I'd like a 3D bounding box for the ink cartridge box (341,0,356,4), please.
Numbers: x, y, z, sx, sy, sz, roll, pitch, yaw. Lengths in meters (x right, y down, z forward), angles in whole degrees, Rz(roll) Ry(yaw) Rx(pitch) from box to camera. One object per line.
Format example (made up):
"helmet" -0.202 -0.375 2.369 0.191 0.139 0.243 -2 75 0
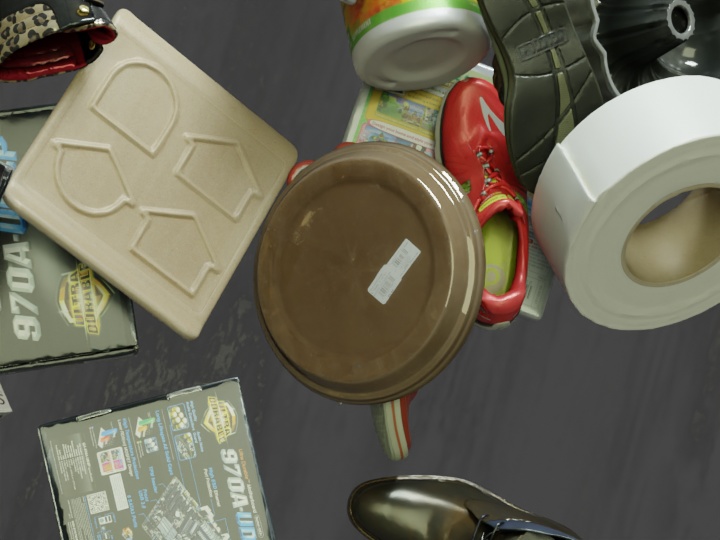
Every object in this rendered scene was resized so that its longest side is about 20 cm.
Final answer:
"ink cartridge box" -0.028 -0.306 1.427 0.047 0.200 0.161 24 98 -34

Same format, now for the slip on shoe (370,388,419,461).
"slip on shoe" 0.039 0.048 1.437 0.060 0.074 0.203 3 90 -10

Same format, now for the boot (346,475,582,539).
"boot" 0.090 0.199 1.417 0.198 0.097 0.076 15 81 -5

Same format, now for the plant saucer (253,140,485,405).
"plant saucer" 0.000 0.000 1.400 0.198 0.029 0.203 -4 81 27

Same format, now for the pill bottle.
"pill bottle" 0.031 -0.254 1.457 0.110 0.111 0.202 -8 69 -8

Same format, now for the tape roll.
"tape roll" 0.233 -0.049 1.416 0.200 0.204 0.071 -17 49 -9

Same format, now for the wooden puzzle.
"wooden puzzle" -0.161 -0.071 1.417 0.185 0.046 0.201 38 59 -19

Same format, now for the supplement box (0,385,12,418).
"supplement box" -0.359 0.044 1.363 0.125 0.073 0.202 -29 78 14

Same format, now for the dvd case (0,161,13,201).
"dvd case" -0.346 -0.009 1.316 0.148 0.016 0.202 24 93 17

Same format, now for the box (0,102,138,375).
"box" -0.262 -0.023 1.430 0.157 0.046 0.203 -7 84 -8

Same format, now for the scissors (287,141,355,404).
"scissors" -0.007 0.000 1.454 0.072 0.014 0.202 -11 83 -11

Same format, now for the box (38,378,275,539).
"box" -0.147 0.197 1.406 0.157 0.046 0.202 -14 84 -9

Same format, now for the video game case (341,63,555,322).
"video game case" 0.080 -0.077 1.492 0.198 0.022 0.184 20 81 -3

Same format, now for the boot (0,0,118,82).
"boot" -0.213 -0.236 1.386 0.198 0.073 0.152 -19 67 -5

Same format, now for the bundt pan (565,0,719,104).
"bundt pan" 0.228 -0.194 1.471 0.200 0.075 0.205 4 84 -37

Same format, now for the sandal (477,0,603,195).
"sandal" 0.132 -0.159 1.403 0.079 0.057 0.203 -15 102 -9

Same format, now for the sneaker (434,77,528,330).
"sneaker" 0.105 -0.056 1.438 0.076 0.085 0.203 -6 83 -8
